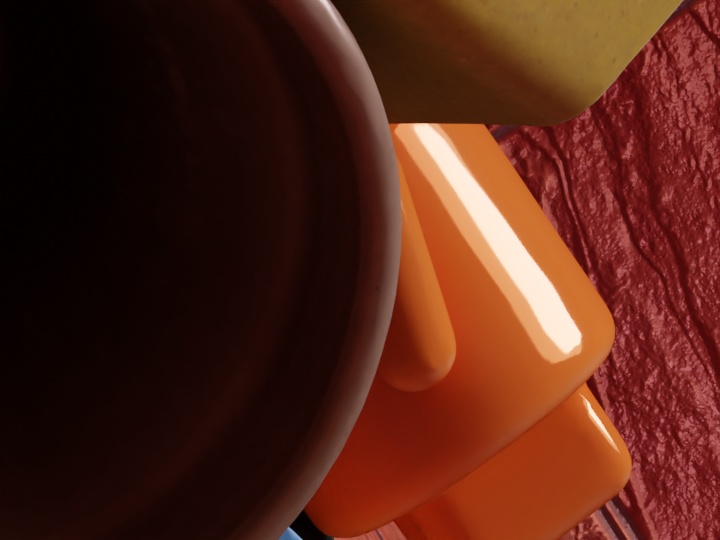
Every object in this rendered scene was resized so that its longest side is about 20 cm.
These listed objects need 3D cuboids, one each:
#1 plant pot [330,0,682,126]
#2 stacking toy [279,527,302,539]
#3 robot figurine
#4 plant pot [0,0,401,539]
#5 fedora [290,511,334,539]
[{"bbox_3d":[0.005,-0.147,0.689,0.200,0.196,0.194,48,-18,-22],"label":"plant pot"},{"bbox_3d":[-0.038,0.145,0.801,0.116,0.109,0.200,54,-6,11],"label":"stacking toy"},{"bbox_3d":[0.001,0.000,0.825,0.200,0.116,0.144,55,28,-1],"label":"robot figurine"},{"bbox_3d":[-0.112,-0.026,0.655,0.200,0.200,0.175,52,-3,-34],"label":"plant pot"},{"bbox_3d":[-0.095,0.040,0.876,0.201,0.091,0.201,54,5,-7],"label":"fedora"}]
